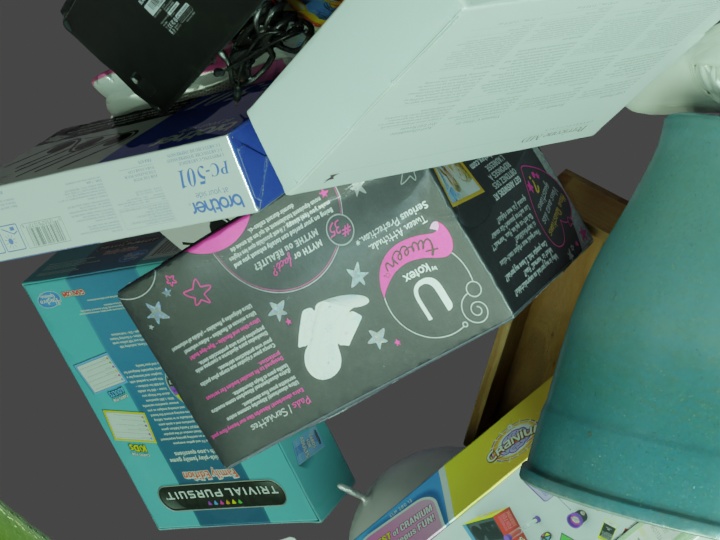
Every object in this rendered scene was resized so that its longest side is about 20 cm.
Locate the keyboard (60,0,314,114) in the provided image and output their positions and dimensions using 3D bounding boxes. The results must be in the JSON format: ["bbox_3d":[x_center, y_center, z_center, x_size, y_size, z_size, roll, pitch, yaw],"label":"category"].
[{"bbox_3d":[-0.076,-0.132,1.076,0.104,0.040,0.200,44,155,-6],"label":"keyboard"}]

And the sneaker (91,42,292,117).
[{"bbox_3d":[-0.043,-0.090,1.223,0.200,0.081,0.088,-10,104,24],"label":"sneaker"}]

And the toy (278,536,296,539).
[{"bbox_3d":[-0.038,0.286,1.562,0.115,0.047,0.200,-24,107,43],"label":"toy"}]

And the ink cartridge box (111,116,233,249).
[{"bbox_3d":[-0.062,-0.035,1.322,0.200,0.044,0.094,40,137,4],"label":"ink cartridge box"}]

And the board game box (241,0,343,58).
[{"bbox_3d":[-0.043,-0.153,1.077,0.200,0.035,0.126,21,156,-13],"label":"board game box"}]

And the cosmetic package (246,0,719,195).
[{"bbox_3d":[0.069,-0.104,1.008,0.151,0.200,0.052,-46,65,45],"label":"cosmetic package"}]

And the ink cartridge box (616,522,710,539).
[{"bbox_3d":[0.181,0.203,1.225,0.200,0.048,0.146,-39,119,7],"label":"ink cartridge box"}]

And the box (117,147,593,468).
[{"bbox_3d":[0.000,0.000,1.181,0.200,0.132,0.115,-28,94,31],"label":"box"}]

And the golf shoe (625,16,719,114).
[{"bbox_3d":[0.189,-0.107,1.056,0.200,0.092,0.073,-15,115,45],"label":"golf shoe"}]

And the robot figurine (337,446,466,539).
[{"bbox_3d":[0.069,0.180,1.328,0.169,0.113,0.200,-17,133,34],"label":"robot figurine"}]

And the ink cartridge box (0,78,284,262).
[{"bbox_3d":[-0.107,-0.053,1.155,0.200,0.094,0.044,-9,110,40],"label":"ink cartridge box"}]

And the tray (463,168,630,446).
[{"bbox_3d":[0.127,0.046,1.262,0.099,0.037,0.200,29,136,15],"label":"tray"}]

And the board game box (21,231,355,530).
[{"bbox_3d":[-0.110,0.072,1.450,0.151,0.047,0.200,-8,117,41],"label":"board game box"}]

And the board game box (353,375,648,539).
[{"bbox_3d":[0.109,0.144,1.226,0.200,0.040,0.153,-40,124,7],"label":"board game box"}]

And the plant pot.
[{"bbox_3d":[0.191,0.027,1.066,0.200,0.200,0.188,12,92,29],"label":"plant pot"}]
